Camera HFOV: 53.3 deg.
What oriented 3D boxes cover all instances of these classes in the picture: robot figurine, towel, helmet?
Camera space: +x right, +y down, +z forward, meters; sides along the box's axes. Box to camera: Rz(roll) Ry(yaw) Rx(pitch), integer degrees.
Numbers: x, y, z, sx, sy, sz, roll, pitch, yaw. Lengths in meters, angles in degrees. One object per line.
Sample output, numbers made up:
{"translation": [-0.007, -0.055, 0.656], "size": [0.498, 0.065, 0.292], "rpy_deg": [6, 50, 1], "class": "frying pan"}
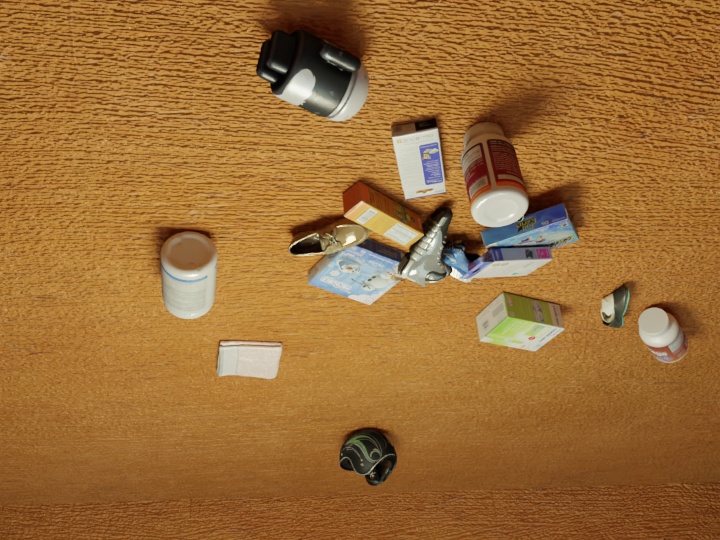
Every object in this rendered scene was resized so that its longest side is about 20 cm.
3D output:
{"translation": [-0.079, -0.344, 1.260], "size": [0.199, 0.150, 0.125], "rpy_deg": [19, 110, -28], "class": "robot figurine"}
{"translation": [-0.342, 0.276, 2.203], "size": [0.190, 0.032, 0.200], "rpy_deg": [3, 145, -11], "class": "towel"}
{"translation": [0.022, 0.697, 2.709], "size": [0.199, 0.191, 0.201], "rpy_deg": [-25, 133, -30], "class": "helmet"}

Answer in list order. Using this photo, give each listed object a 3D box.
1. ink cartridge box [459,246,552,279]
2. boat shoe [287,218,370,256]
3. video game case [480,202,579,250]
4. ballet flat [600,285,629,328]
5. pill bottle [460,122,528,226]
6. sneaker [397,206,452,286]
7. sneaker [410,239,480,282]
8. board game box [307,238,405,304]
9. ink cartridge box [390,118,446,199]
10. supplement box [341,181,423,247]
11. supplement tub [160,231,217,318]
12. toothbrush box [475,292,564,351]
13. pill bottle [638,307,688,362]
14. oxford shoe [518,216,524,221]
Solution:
{"translation": [0.345, -0.018, 1.726], "size": [0.199, 0.042, 0.119], "rpy_deg": [-5, 162, -23], "class": "ink cartridge box"}
{"translation": [-0.074, -0.069, 1.680], "size": [0.199, 0.065, 0.072], "rpy_deg": [-15, 106, 18], "class": "boat shoe"}
{"translation": [0.407, -0.082, 1.710], "size": [0.199, 0.046, 0.181], "rpy_deg": [-19, 161, 20], "class": "video game case"}
{"translation": [0.723, 0.111, 2.048], "size": [0.068, 0.068, 0.200], "rpy_deg": [-2, 146, 13], "class": "ballet flat"}
{"translation": [0.263, -0.196, 1.436], "size": [0.112, 0.201, 0.113], "rpy_deg": [-3, 146, -2], "class": "pill bottle"}
{"translation": [0.184, -0.047, 1.696], "size": [0.115, 0.075, 0.200], "rpy_deg": [30, 110, -15], "class": "sneaker"}
{"translation": [0.209, -0.048, 1.770], "size": [0.199, 0.079, 0.089], "rpy_deg": [21, 116, -22], "class": "sneaker"}
{"translation": [0.000, 0.000, 1.829], "size": [0.199, 0.044, 0.199], "rpy_deg": [20, 139, -29], "class": "board game box"}
{"translation": [0.125, -0.231, 1.517], "size": [0.094, 0.037, 0.200], "rpy_deg": [-10, 142, 6], "class": "ink cartridge box"}
{"translation": [0.053, -0.125, 1.636], "size": [0.200, 0.067, 0.069], "rpy_deg": [26, 133, -37], "class": "supplement box"}
{"translation": [-0.413, 0.013, 1.728], "size": [0.131, 0.132, 0.200], "rpy_deg": [4, 144, -12], "class": "supplement tub"}
{"translation": [0.456, 0.150, 2.058], "size": [0.199, 0.086, 0.146], "rpy_deg": [12, 143, -24], "class": "toothbrush box"}
{"translation": [0.897, 0.190, 2.137], "size": [0.112, 0.113, 0.200], "rpy_deg": [-23, 141, 25], "class": "pill bottle"}
{"translation": [0.311, -0.177, 1.578], "size": [0.070, 0.075, 0.200], "rpy_deg": [-29, 138, 32], "class": "oxford shoe"}
